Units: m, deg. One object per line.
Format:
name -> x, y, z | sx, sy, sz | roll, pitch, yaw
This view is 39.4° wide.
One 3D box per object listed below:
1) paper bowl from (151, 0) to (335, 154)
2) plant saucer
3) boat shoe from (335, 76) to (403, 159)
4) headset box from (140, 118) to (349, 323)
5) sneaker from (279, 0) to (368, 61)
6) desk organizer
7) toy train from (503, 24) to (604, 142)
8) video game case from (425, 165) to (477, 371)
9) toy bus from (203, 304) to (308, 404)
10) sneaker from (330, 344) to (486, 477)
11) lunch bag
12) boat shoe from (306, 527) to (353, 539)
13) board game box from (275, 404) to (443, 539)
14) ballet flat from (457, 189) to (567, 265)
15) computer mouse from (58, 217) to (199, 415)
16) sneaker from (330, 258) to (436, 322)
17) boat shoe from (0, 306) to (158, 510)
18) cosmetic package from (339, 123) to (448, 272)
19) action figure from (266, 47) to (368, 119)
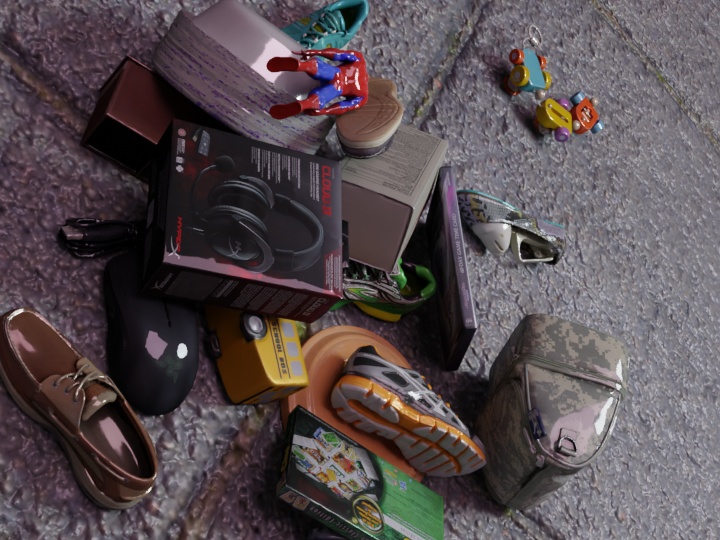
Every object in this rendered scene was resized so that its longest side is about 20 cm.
paper bowl -> -0.111, -0.207, 1.061 | 0.199, 0.105, 0.201 | 34, 9, -6
plant saucer -> 0.003, 0.154, 1.087 | 0.198, 0.032, 0.203 | 21, 55, -33
boat shoe -> 0.010, -0.155, 1.083 | 0.071, 0.066, 0.201 | 0, 27, 1
headset box -> -0.101, -0.042, 0.962 | 0.197, 0.077, 0.151 | 12, 63, -25
sneaker -> -0.057, -0.289, 1.237 | 0.078, 0.079, 0.200 | 49, 46, -9
desk organizer -> -0.182, -0.126, 1.047 | 0.199, 0.071, 0.078 | 30, 53, -25
toy train -> 0.291, -0.271, 1.555 | 0.201, 0.055, 0.151 | 50, 44, -13
video game case -> 0.105, 0.000, 1.191 | 0.019, 0.143, 0.203 | -3, 66, -5
toy bus -> -0.116, 0.029, 1.020 | 0.078, 0.065, 0.203 | 5, 65, -48
sneaker -> 0.060, 0.150, 1.066 | 0.199, 0.078, 0.078 | 38, 39, -21
lunch bag -> 0.210, 0.169, 1.137 | 0.137, 0.201, 0.170 | 16, 60, -2
boat shoe -> 0.029, 0.317, 0.995 | 0.199, 0.071, 0.092 | 25, 51, -30
board game box -> 0.005, 0.224, 0.994 | 0.199, 0.023, 0.105 | 36, 30, -20
ballet flat -> 0.203, -0.050, 1.349 | 0.198, 0.072, 0.073 | 18, 57, -32
computer mouse -> -0.203, 0.035, 0.955 | 0.137, 0.053, 0.203 | 0, 68, -42
sneaker -> 0.000, 0.000, 1.129 | 0.198, 0.085, 0.079 | 11, 61, -36
boat shoe -> -0.239, 0.112, 0.868 | 0.201, 0.072, 0.076 | 53, 44, -6
cosmetic package -> 0.026, -0.092, 1.141 | 0.102, 0.088, 0.200 | 21, 30, 7
action figure -> -0.034, -0.184, 0.981 | 0.200, 0.051, 0.067 | -27, 111, -63
